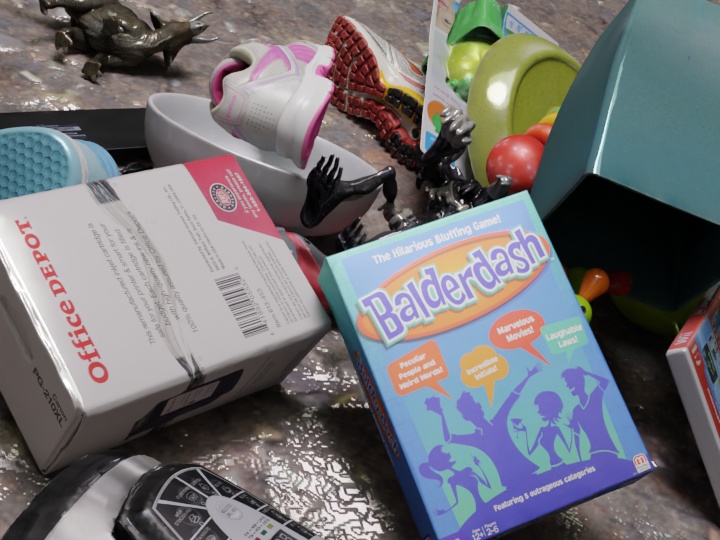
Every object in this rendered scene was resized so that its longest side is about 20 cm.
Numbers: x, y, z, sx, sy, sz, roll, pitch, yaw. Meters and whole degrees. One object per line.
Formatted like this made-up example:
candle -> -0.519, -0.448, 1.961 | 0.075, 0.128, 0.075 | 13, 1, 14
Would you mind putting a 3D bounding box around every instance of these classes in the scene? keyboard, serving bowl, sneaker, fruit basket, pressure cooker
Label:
keyboard -> -0.236, -0.096, 1.014 | 0.197, 0.021, 0.127 | -8, 37, -34
serving bowl -> -0.084, -0.076, 0.999 | 0.197, 0.067, 0.200 | 20, 15, -6
sneaker -> -0.261, -0.057, 0.875 | 0.196, 0.081, 0.130 | 4, 0, 15
fruit basket -> 0.130, -0.146, 1.144 | 0.184, 0.093, 0.202 | 31, 44, -30
sneaker -> -0.071, -0.144, 0.969 | 0.087, 0.082, 0.200 | 20, 14, -9
pressure cooker -> -0.069, 0.194, 0.545 | 0.198, 0.179, 0.177 | 27, 64, 11
sneaker -> 0.032, -0.175, 1.225 | 0.081, 0.078, 0.201 | -12, 54, -44

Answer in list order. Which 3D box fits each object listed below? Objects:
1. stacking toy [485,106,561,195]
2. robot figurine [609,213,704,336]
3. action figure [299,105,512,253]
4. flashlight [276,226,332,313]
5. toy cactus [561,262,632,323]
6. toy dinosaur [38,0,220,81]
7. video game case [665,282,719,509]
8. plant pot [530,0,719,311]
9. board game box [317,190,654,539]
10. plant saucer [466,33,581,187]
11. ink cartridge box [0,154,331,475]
stacking toy -> 0.180, -0.105, 1.052 | 0.198, 0.086, 0.085 | -27, 54, -36
robot figurine -> 0.279, -0.026, 1.074 | 0.175, 0.116, 0.200 | 43, 47, -3
action figure -> 0.060, -0.047, 0.916 | 0.198, 0.102, 0.120 | -10, 70, -39
flashlight -> 0.000, 0.000, 0.955 | 0.197, 0.069, 0.068 | -3, 30, -30
toy cactus -> 0.101, 0.060, 0.906 | 0.163, 0.103, 0.201 | 11, 53, 33
toy dinosaur -> -0.242, -0.230, 1.172 | 0.197, 0.078, 0.102 | 23, 21, 15
video game case -> 0.287, 0.082, 0.942 | 0.017, 0.145, 0.200 | -14, 14, 34
plant pot -> 0.221, -0.103, 0.943 | 0.139, 0.142, 0.203 | 20, 64, -8
board game box -> 0.077, 0.065, 0.803 | 0.150, 0.045, 0.202 | -19, 73, -15
plant saucer -> 0.170, -0.114, 1.111 | 0.031, 0.203, 0.198 | -10, 7, 45
ink cartridge box -> -0.139, 0.021, 0.797 | 0.198, 0.084, 0.146 | -18, 69, -43
